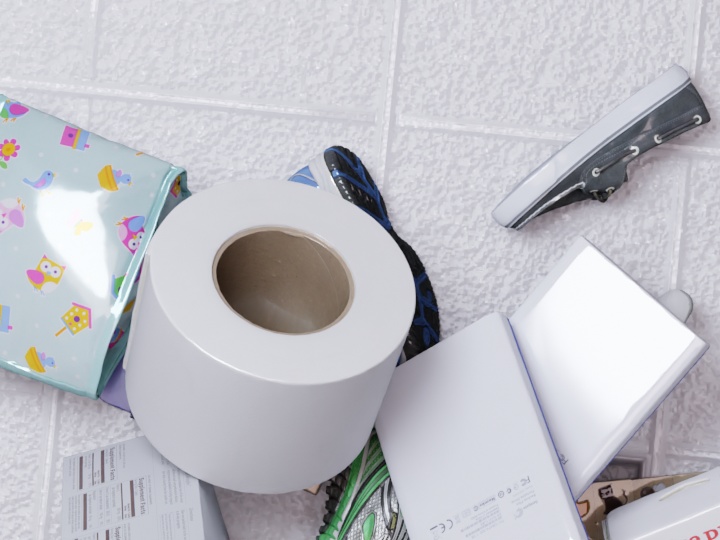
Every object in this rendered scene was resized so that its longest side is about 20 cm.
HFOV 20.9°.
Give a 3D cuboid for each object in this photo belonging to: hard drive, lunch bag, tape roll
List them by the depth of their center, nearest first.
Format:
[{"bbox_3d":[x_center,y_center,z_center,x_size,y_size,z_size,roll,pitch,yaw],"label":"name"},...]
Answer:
[{"bbox_3d":[-0.070,0.049,1.478,0.203,0.139,0.203,8,47,-9],"label":"tape roll"},{"bbox_3d":[0.086,0.148,1.498,0.132,0.025,0.200,-31,57,21],"label":"hard drive"},{"bbox_3d":[0.158,0.092,1.533,0.132,0.025,0.200,43,99,21],"label":"hard drive"},{"bbox_3d":[-0.246,-0.012,1.551,0.170,0.122,0.200,21,81,3],"label":"lunch bag"}]

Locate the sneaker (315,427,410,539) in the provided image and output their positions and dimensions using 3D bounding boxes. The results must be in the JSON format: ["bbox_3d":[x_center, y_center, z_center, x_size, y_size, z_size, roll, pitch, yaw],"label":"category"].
[{"bbox_3d":[0.009,0.219,1.543,0.085,0.078,0.200,6,70,13],"label":"sneaker"}]

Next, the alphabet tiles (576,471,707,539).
[{"bbox_3d":[0.198,0.257,1.608,0.200,0.008,0.167,-5,89,-1],"label":"alphabet tiles"}]

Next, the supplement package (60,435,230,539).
[{"bbox_3d":[-0.153,0.238,1.485,0.111,0.200,0.156,-15,114,-1],"label":"supplement package"}]

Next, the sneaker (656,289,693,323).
[{"bbox_3d":[0.181,0.072,1.583,0.200,0.070,0.080,-38,86,-1],"label":"sneaker"}]

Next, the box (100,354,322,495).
[{"bbox_3d":[-0.104,0.090,1.596,0.200,0.032,0.121,22,88,1],"label":"box"}]

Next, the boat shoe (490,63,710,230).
[{"bbox_3d":[0.198,-0.090,1.590,0.200,0.069,0.057,-37,90,-4],"label":"boat shoe"}]

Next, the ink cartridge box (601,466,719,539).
[{"bbox_3d":[0.296,0.267,1.547,0.147,0.083,0.200,-24,98,9],"label":"ink cartridge box"}]

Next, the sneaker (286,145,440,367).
[{"bbox_3d":[0.000,0.000,1.590,0.077,0.076,0.200,-26,91,24],"label":"sneaker"}]
